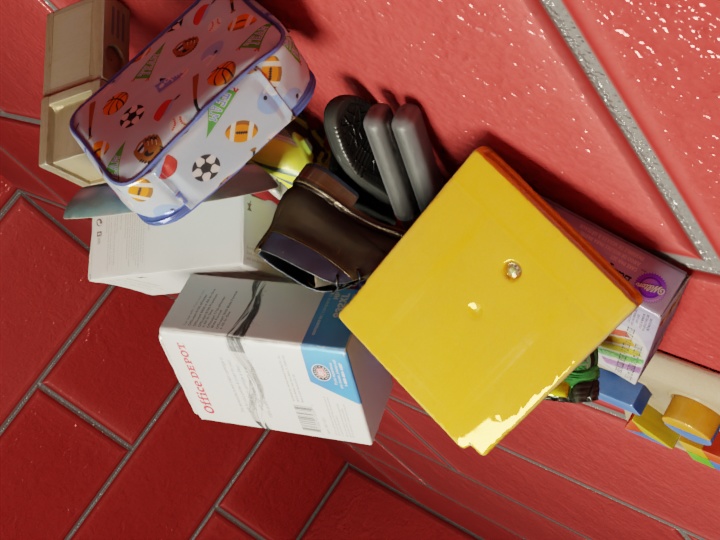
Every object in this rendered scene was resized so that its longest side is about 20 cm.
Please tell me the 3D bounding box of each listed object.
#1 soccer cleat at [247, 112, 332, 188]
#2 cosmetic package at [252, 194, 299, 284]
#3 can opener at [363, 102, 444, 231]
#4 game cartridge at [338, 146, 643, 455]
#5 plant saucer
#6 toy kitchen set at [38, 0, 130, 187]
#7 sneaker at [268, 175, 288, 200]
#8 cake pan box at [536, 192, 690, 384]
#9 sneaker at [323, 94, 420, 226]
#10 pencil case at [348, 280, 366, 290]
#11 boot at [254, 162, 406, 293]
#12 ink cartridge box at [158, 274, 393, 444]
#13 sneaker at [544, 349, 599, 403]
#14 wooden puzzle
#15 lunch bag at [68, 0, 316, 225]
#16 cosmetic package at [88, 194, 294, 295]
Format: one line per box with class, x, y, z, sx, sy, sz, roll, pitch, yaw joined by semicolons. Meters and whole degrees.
soccer cleat;-0.091;-0.124;1.017;0.200;0.084;0.065;48;-154;-25
cosmetic package;-0.056;0.010;1.209;0.199;0.123;0.200;27;-176;29
can opener;0.057;-0.076;0.924;0.053;0.067;0.200;5;139;27
game cartridge;0.099;0.030;0.845;0.176;0.200;0.032;46;-151;12
plant saucer;-0.177;-0.076;0.959;0.200;0.199;0.028;7;107;62
toy kitchen set;-0.207;-0.172;1.097;0.162;0.181;0.200;-12;160;24
sneaker;-0.067;-0.092;1.100;0.200;0.075;0.082;42;163;-27
cake pan box;0.185;0.012;0.915;0.184;0.052;0.200;33;166;18
sneaker;-0.001;-0.097;0.967;0.104;0.060;0.200;17;162;42
pencil case;0.065;0.032;1.013;0.200;0.087;0.078;34;-150;15
boot;0.000;0.000;0.940;0.200;0.097;0.075;38;162;3
ink cartridge box;-0.081;0.088;1.037;0.199;0.084;0.145;5;137;20
sneaker;0.117;0.068;0.922;0.199;0.086;0.078;3;173;24
wooden puzzle;0.315;0.147;1.056;0.185;0.046;0.200;22;160;44
lunch bag;-0.138;-0.143;0.853;0.160;0.200;0.076;46;175;45
cosmetic package;-0.177;-0.026;1.102;0.199;0.082;0.113;-4;169;29
